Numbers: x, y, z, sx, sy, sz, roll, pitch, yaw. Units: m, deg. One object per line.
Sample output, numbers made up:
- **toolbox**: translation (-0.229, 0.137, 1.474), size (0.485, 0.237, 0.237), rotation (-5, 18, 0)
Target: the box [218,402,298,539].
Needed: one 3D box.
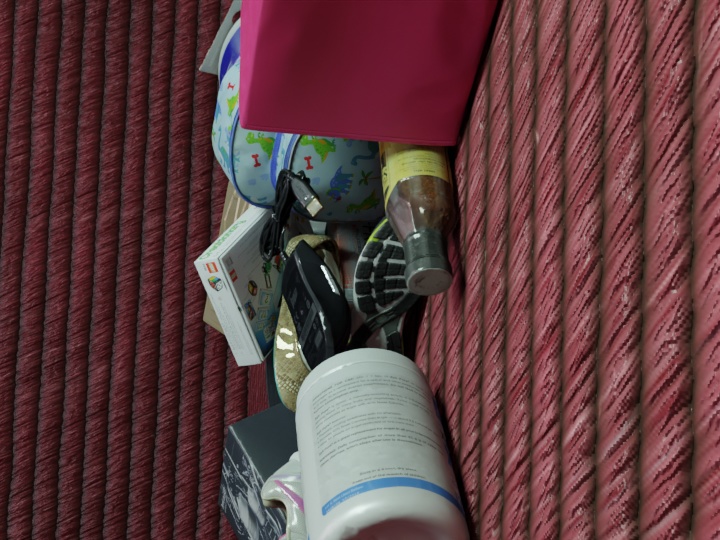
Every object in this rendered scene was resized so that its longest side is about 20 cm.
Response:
- **box**: translation (-0.080, 0.285, 1.396), size (0.182, 0.104, 0.200), rotation (55, 151, 29)

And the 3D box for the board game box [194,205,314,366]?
- **board game box**: translation (-0.102, -0.001, 1.283), size (0.200, 0.035, 0.126), rotation (-53, -52, -56)

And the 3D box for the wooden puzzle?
- **wooden puzzle**: translation (-0.143, -0.015, 1.429), size (0.200, 0.046, 0.186), rotation (-161, 82, -74)

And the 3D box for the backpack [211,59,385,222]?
- **backpack**: translation (-0.048, -0.144, 1.243), size (0.147, 0.200, 0.183), rotation (-118, 32, -50)

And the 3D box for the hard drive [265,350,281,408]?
- **hard drive**: translation (-0.056, 0.099, 1.427), size (0.042, 0.135, 0.200), rotation (-24, -60, -62)

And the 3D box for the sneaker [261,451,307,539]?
- **sneaker**: translation (-0.037, 0.285, 1.233), size (0.200, 0.088, 0.081), rotation (54, 163, 21)

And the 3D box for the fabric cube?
- **fabric cube**: translation (0.000, -0.251, 1.010), size (0.200, 0.196, 0.200), rotation (103, 167, -47)

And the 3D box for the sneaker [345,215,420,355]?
- **sneaker**: translation (0.023, 0.017, 1.173), size (0.081, 0.074, 0.200), rotation (-87, 12, -56)

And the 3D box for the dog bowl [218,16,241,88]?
- **dog bowl**: translation (-0.061, -0.215, 1.347), size (0.079, 0.200, 0.200), rotation (-105, 20, -52)

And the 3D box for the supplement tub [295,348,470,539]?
- **supplement tub**: translation (0.014, 0.176, 0.999), size (0.200, 0.132, 0.132), rotation (-100, 16, -54)

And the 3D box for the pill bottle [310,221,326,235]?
- **pill bottle**: translation (-0.056, 0.035, 1.506), size (0.112, 0.112, 0.200), rotation (-144, 58, -78)

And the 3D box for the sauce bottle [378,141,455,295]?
- **sauce bottle**: translation (0.051, -0.070, 1.045), size (0.066, 0.066, 0.200), rotation (105, 166, -50)

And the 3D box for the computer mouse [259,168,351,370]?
- **computer mouse**: translation (-0.041, -0.006, 1.144), size (0.141, 0.046, 0.200), rotation (109, 146, -43)

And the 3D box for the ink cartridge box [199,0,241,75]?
- **ink cartridge box**: translation (-0.083, -0.294, 1.397), size (0.161, 0.200, 0.050), rotation (-58, 45, 28)

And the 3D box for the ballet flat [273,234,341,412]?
- **ballet flat**: translation (-0.052, 0.050, 1.246), size (0.065, 0.070, 0.200), rotation (-18, 64, 39)

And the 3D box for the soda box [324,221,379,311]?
- **soda box**: translation (0.000, 0.000, 1.330), size (0.200, 0.063, 0.068), rotation (-96, 14, -45)
